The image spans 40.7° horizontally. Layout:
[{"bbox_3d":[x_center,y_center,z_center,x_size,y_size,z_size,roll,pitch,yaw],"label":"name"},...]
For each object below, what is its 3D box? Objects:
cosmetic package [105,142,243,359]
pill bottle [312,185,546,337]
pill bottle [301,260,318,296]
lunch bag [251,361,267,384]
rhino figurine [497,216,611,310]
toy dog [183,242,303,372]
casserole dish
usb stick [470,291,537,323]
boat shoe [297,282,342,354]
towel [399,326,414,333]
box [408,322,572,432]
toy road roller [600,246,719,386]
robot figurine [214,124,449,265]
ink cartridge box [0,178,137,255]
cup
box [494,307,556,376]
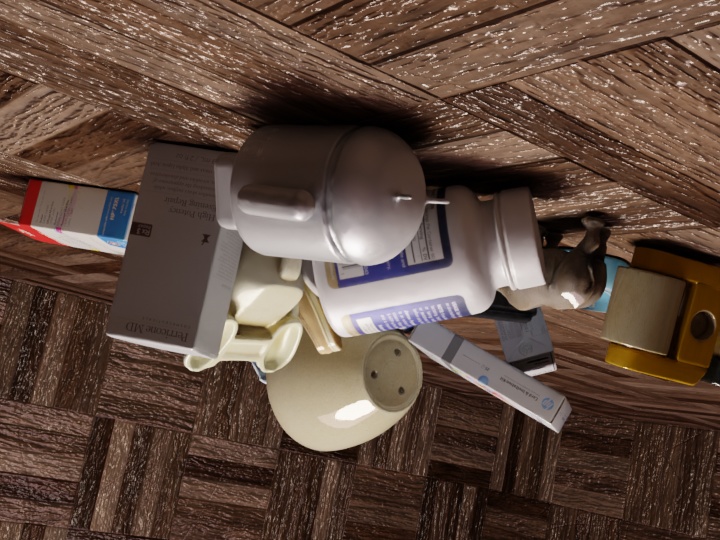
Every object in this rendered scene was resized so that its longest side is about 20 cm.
[{"bbox_3d":[-0.179,-0.020,0.983,0.101,0.202,0.074,8,170,15],"label":"cosmetic package"},{"bbox_3d":[0.065,-0.013,0.894,0.198,0.121,0.120,-10,165,13],"label":"pill bottle"},{"bbox_3d":[0.000,0.000,1.151,0.112,0.114,0.200,9,170,12],"label":"pill bottle"},{"bbox_3d":[-0.092,0.088,1.503,0.126,0.202,0.170,8,169,20],"label":"lunch bag"},{"bbox_3d":[0.185,-0.001,1.002,0.059,0.088,0.200,17,171,-24],"label":"rhino figurine"},{"bbox_3d":[-0.155,-0.010,1.087,0.139,0.195,0.200,-3,-137,-36],"label":"toy dog"},{"bbox_3d":[0.262,0.016,1.162,0.120,0.039,0.200,9,171,18],"label":"casserole dish"},{"bbox_3d":[0.117,0.027,1.066,0.199,0.056,0.033,8,135,-38],"label":"usb stick"},{"bbox_3d":[-0.090,0.024,1.173,0.069,0.201,0.074,-31,157,1],"label":"boat shoe"},{"bbox_3d":[0.093,0.022,1.164,0.024,0.146,0.200,54,-177,15],"label":"towel"},{"bbox_3d":[0.166,0.132,1.216,0.199,0.041,0.156,29,176,19],"label":"box"},{"bbox_3d":[0.335,0.052,1.053,0.198,0.124,0.146,14,-179,-20],"label":"toy road roller"},{"bbox_3d":[-0.030,-0.064,0.813,0.198,0.114,0.169,6,-163,29],"label":"robot figurine"},{"bbox_3d":[-0.377,-0.071,1.318,0.198,0.068,0.116,9,169,14],"label":"ink cartridge box"},{"bbox_3d":[-0.003,0.136,1.264,0.199,0.202,0.143,18,163,-35],"label":"cup"},{"bbox_3d":[0.214,0.074,1.282,0.060,0.118,0.200,-17,166,9],"label":"box"}]
